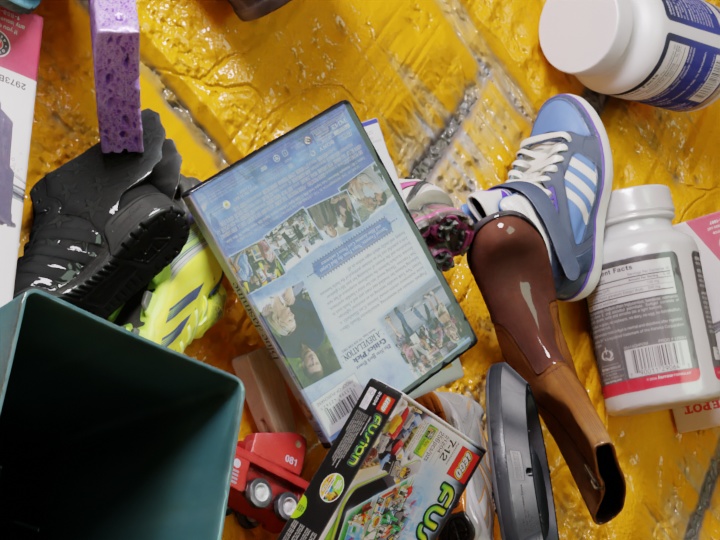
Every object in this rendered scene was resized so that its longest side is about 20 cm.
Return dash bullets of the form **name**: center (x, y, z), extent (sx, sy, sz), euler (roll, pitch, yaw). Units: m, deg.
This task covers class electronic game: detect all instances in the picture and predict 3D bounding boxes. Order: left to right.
- **electronic game**: center (0.119, 0.168, 1.086), extent (0.200, 0.042, 0.200), euler (-9, 90, -80)

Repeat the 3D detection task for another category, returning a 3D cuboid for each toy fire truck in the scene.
- **toy fire truck**: center (-0.066, 0.106, 1.021), extent (0.200, 0.049, 0.141), euler (33, 55, -33)

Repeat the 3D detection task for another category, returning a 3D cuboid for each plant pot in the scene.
- **plant pot**: center (-0.188, 0.121, 0.783), extent (0.141, 0.200, 0.141), euler (28, 57, -36)

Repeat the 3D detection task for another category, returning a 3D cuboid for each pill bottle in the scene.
- **pill bottle**: center (0.273, -0.224, 1.425), extent (0.200, 0.116, 0.116), euler (6, 72, -44)
- **pill bottle**: center (0.262, 0.027, 1.332), extent (0.111, 0.111, 0.200), euler (1, 76, -45)

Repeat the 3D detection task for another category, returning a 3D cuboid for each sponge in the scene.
- **sponge**: center (-0.163, -0.185, 0.943), extent (0.030, 0.112, 0.200), euler (-5, 54, -9)

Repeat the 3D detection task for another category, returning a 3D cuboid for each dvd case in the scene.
- **dvd case**: center (-0.017, 0.001, 1.000), extent (0.143, 0.018, 0.200), euler (-34, 100, -28)

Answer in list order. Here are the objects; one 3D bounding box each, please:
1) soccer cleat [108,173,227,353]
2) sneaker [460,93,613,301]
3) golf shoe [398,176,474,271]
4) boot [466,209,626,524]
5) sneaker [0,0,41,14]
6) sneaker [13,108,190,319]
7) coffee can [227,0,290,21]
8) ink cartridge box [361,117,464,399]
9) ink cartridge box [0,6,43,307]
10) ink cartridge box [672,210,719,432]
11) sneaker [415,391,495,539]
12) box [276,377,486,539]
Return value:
- **soccer cleat**: center (-0.123, 0.025, 0.971), extent (0.084, 0.065, 0.200), euler (40, 45, -30)
- **sneaker**: center (0.150, -0.075, 1.275), extent (0.146, 0.081, 0.200), euler (15, 72, -46)
- **golf shoe**: center (-0.014, -0.029, 1.117), extent (0.200, 0.073, 0.092), euler (-9, 40, -35)
- **boot**: center (0.145, 0.073, 1.136), extent (0.200, 0.068, 0.188), euler (-110, -172, -49)
- **sneaker**: center (-0.201, -0.226, 0.911), extent (0.079, 0.096, 0.200), euler (28, 18, -18)
- **sneaker**: center (-0.185, -0.017, 0.931), extent (0.200, 0.104, 0.060), euler (-39, 140, -11)
- **coffee can**: center (-0.094, -0.305, 1.062), extent (0.200, 0.146, 0.146), euler (50, 47, -21)
- **ink cartridge box**: center (0.000, 0.000, 1.038), extent (0.095, 0.037, 0.200), euler (-21, 97, -30)
- **ink cartridge box**: center (-0.274, -0.071, 0.845), extent (0.145, 0.084, 0.200), euler (18, 64, -40)
- **ink cartridge box**: center (0.361, 0.045, 1.399), extent (0.083, 0.146, 0.200), euler (-6, 80, -45)
- **sneaker**: center (0.086, 0.187, 1.131), extent (0.092, 0.076, 0.200), euler (2, 77, -50)
- **box**: center (-0.002, 0.184, 0.991), extent (0.110, 0.035, 0.200), euler (36, 81, -44)
